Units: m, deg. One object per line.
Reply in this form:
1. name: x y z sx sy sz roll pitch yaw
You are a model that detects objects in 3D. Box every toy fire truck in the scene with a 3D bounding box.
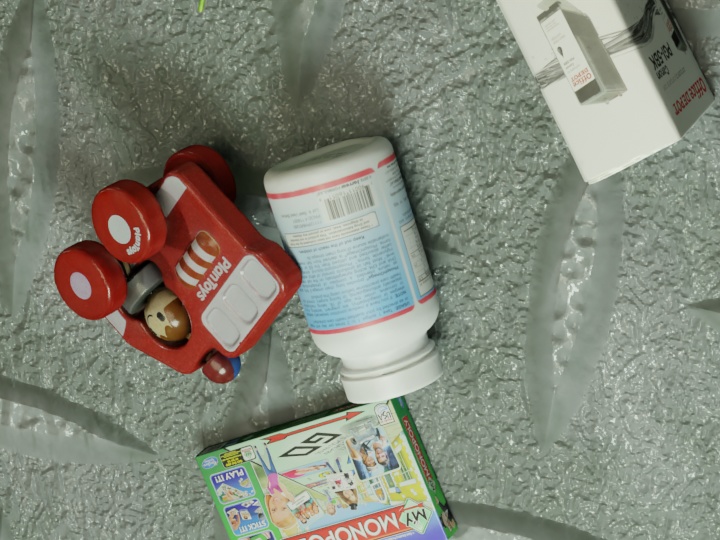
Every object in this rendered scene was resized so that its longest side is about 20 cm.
1. toy fire truck: -0.146 0.008 1.760 0.168 0.112 0.200 48 134 11

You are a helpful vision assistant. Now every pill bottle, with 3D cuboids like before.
1. pill bottle: 0.000 0.000 1.727 0.109 0.109 0.200 -12 101 25

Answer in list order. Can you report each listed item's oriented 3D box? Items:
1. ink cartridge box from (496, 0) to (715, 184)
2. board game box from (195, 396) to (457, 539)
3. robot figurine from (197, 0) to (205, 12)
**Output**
1. ink cartridge box: 0.174 -0.182 1.579 0.083 0.147 0.200 -24 97 24
2. board game box: -0.031 0.191 1.844 0.200 0.029 0.135 -19 98 26
3. robot figurine: -0.122 -0.308 1.675 0.175 0.116 0.200 -14 101 20
